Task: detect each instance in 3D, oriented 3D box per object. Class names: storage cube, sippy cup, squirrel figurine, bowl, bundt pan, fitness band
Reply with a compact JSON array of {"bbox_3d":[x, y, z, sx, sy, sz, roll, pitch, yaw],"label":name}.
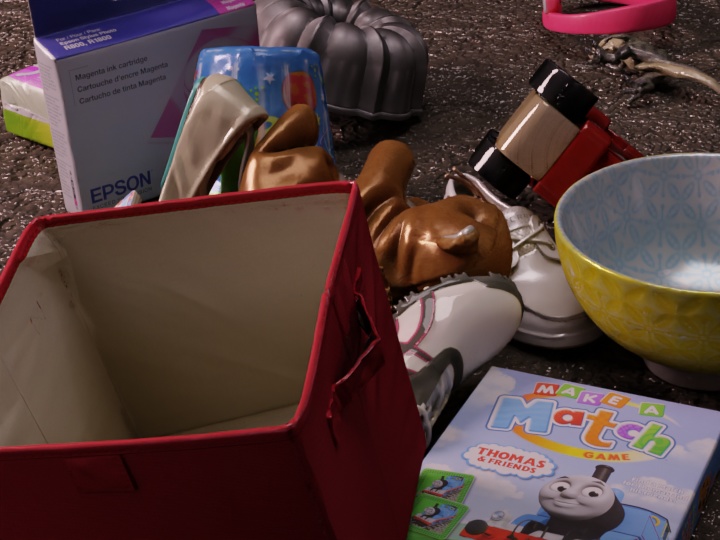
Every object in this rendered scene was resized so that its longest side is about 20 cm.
[{"bbox_3d":[-0.074,0.085,0.647,0.200,0.180,0.171,-5,38,14],"label":"storage cube"},{"bbox_3d":[-0.080,-0.111,1.065,0.139,0.131,0.178,-3,7,-29],"label":"sippy cup"},{"bbox_3d":[0.000,0.000,0.905,0.186,0.142,0.200,18,44,27],"label":"squirrel figurine"},{"bbox_3d":[0.225,0.012,0.868,0.200,0.108,0.200,-3,28,2],"label":"bowl"},{"bbox_3d":[-0.024,-0.216,1.284,0.202,0.076,0.202,14,23,-6],"label":"bundt pan"},{"bbox_3d":[0.271,-0.289,1.469,0.143,0.038,0.200,1,20,9],"label":"fitness band"}]

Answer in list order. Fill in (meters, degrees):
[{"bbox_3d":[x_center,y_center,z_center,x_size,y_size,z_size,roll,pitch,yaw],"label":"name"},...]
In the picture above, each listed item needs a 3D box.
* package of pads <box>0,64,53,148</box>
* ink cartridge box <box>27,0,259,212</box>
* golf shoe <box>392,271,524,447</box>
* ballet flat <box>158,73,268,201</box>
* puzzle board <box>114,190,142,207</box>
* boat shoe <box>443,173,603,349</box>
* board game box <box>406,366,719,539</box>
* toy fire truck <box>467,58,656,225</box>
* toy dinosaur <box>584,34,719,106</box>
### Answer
[{"bbox_3d":[-0.223,-0.162,1.279,0.200,0.068,0.154,21,38,37],"label":"package of pads"},{"bbox_3d":[-0.172,-0.164,1.139,0.196,0.200,0.043,-24,35,-32],"label":"ink cartridge box"},{"bbox_3d":[0.028,0.075,0.814,0.200,0.077,0.088,-30,42,-17],"label":"golf shoe"},{"bbox_3d":[-0.121,-0.040,0.950,0.069,0.200,0.069,24,16,-7],"label":"ballet flat"},{"bbox_3d":[-0.212,0.035,0.877,0.151,0.017,0.200,-38,22,19],"label":"puzzle board"},{"bbox_3d":[0.106,-0.012,0.965,0.071,0.069,0.200,-12,31,-22],"label":"boat shoe"},{"bbox_3d":[0.105,0.130,0.741,0.151,0.037,0.200,10,30,25],"label":"board game box"},{"bbox_3d":[0.200,-0.074,1.013,0.200,0.129,0.176,39,11,0],"label":"toy fire truck"},{"bbox_3d":[0.276,-0.198,1.315,0.088,0.048,0.200,-13,33,-29],"label":"toy dinosaur"}]
